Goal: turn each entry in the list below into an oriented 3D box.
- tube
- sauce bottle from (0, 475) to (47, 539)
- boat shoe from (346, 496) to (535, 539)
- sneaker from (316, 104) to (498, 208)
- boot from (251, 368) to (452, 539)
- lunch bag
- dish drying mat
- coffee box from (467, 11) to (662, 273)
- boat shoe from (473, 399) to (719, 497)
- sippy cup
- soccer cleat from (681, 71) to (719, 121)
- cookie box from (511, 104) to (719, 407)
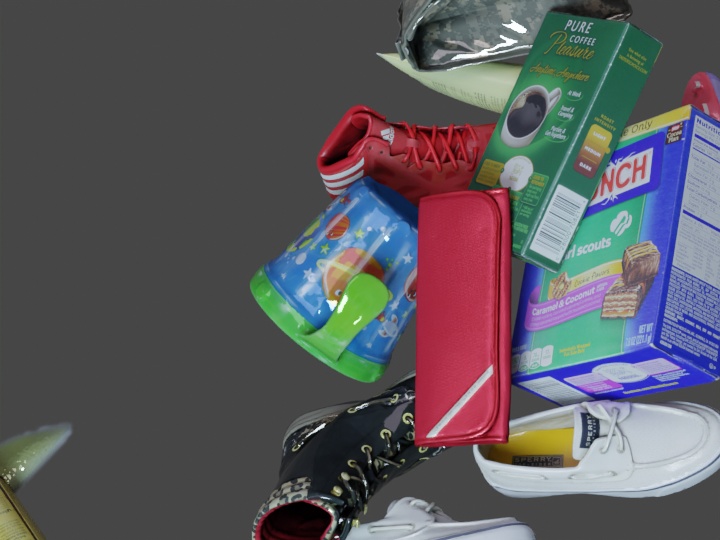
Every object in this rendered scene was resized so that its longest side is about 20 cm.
[{"bbox_3d":[0.114,-0.163,1.451,0.199,0.058,0.052,15,46,29],"label":"tube"},{"bbox_3d":[-0.291,0.257,1.428,0.066,0.066,0.200,-43,54,-1],"label":"sauce bottle"},{"bbox_3d":[0.040,0.211,1.303,0.199,0.072,0.066,-17,64,25],"label":"boat shoe"},{"bbox_3d":[0.057,-0.097,1.417,0.199,0.116,0.079,-19,59,14],"label":"sneaker"},{"bbox_3d":[0.015,0.150,1.294,0.203,0.074,0.154,-20,19,21],"label":"boot"},{"bbox_3d":[0.119,-0.260,1.446,0.199,0.118,0.164,-21,30,15],"label":"lunch bag"},{"bbox_3d":[0.078,0.034,1.273,0.076,0.018,0.201,-6,71,23],"label":"dish drying mat"},{"bbox_3d":[0.154,-0.105,1.328,0.123,0.044,0.201,23,89,62],"label":"coffee box"},{"bbox_3d":[0.182,0.131,1.274,0.199,0.070,0.071,-6,63,20],"label":"boat shoe"},{"bbox_3d":[0.000,0.000,1.367,0.131,0.139,0.178,-52,45,11],"label":"sippy cup"},{"bbox_3d":[0.310,-0.078,1.337,0.076,0.067,0.201,3,48,-18],"label":"soccer cleat"},{"bbox_3d":[0.206,-0.008,1.289,0.171,0.075,0.201,-19,51,52],"label":"cookie box"}]
